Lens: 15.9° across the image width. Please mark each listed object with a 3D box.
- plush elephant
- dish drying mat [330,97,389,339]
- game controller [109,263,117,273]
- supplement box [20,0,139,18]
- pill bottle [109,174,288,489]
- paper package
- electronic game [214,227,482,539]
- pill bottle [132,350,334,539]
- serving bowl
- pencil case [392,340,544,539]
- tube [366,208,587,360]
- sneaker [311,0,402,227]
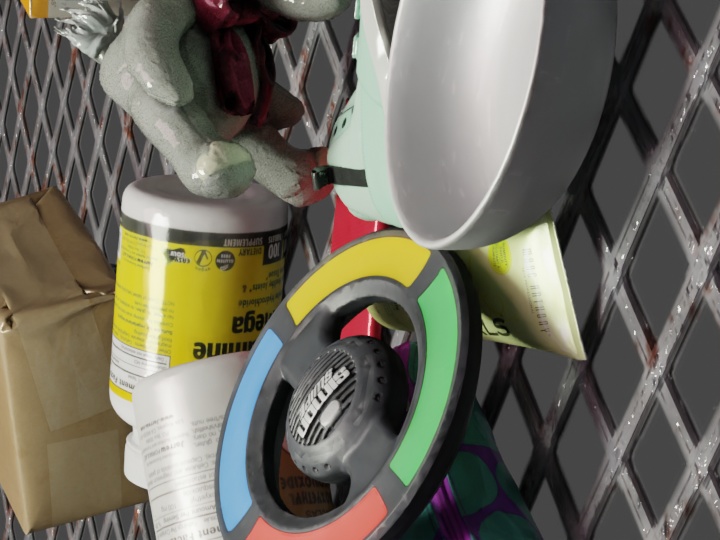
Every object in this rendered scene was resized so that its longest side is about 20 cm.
[{"bbox_3d":[-0.074,-0.150,1.533,0.200,0.164,0.155,42,105,24],"label":"plush elephant"},{"bbox_3d":[0.000,0.000,1.569,0.077,0.018,0.201,-146,59,-67],"label":"dish drying mat"},{"bbox_3d":[-0.183,0.051,2.033,0.200,0.042,0.105,-165,76,-70],"label":"game controller"},{"bbox_3d":[-0.126,-0.218,1.654,0.126,0.199,0.074,-127,38,-57],"label":"supplement box"},{"bbox_3d":[-0.110,0.043,1.732,0.112,0.112,0.201,-144,56,-66],"label":"pill bottle"},{"bbox_3d":[-0.243,0.068,1.991,0.191,0.103,0.201,-128,28,-53],"label":"paper package"},{"bbox_3d":[-0.009,0.071,1.337,0.200,0.042,0.201,-33,42,36],"label":"electronic game"},{"bbox_3d":[-0.072,0.159,1.612,0.114,0.114,0.201,143,118,-65],"label":"pill bottle"},{"bbox_3d":[0.077,-0.105,1.276,0.200,0.065,0.201,-171,90,-70],"label":"serving bowl"},{"bbox_3d":[0.045,0.125,1.341,0.093,0.085,0.200,63,-179,-42],"label":"pencil case"},{"bbox_3d":[0.061,0.007,1.358,0.052,0.058,0.200,-59,21,-13],"label":"tube"},{"bbox_3d":[0.012,-0.121,1.445,0.118,0.073,0.202,-1,91,63],"label":"sneaker"}]
